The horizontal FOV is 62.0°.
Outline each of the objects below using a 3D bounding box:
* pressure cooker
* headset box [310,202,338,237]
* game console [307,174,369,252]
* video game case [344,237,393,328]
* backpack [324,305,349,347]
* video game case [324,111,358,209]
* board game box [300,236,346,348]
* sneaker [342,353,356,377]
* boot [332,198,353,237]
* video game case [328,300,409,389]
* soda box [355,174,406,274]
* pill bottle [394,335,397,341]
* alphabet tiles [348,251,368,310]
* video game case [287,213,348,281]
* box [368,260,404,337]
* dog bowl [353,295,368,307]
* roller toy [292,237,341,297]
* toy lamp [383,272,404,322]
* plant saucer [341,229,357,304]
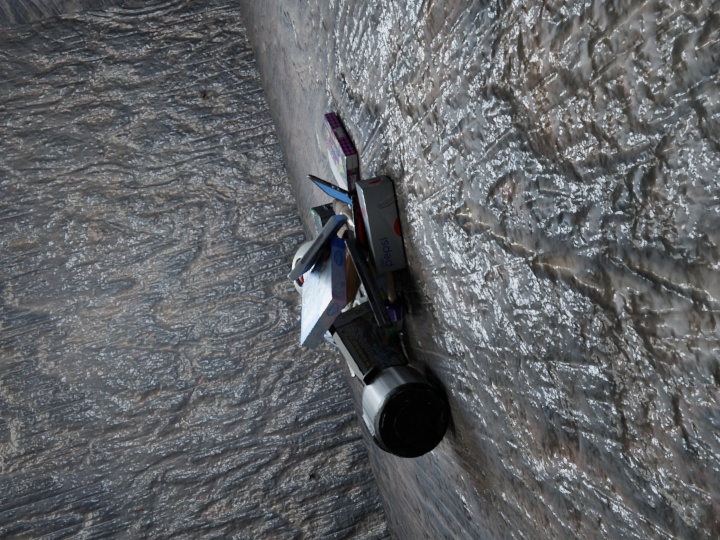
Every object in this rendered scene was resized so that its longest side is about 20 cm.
[{"bbox_3d":[0.095,0.311,1.366,0.200,0.178,0.177,-141,49,-74],"label":"pressure cooker"},{"bbox_3d":[-0.090,-0.124,1.987,0.174,0.092,0.201,-131,27,-69],"label":"headset box"},{"bbox_3d":[-0.039,-0.127,1.401,0.200,0.118,0.173,25,-121,-77],"label":"game console"},{"bbox_3d":[0.021,0.032,1.338,0.143,0.019,0.201,36,-149,-78],"label":"video game case"},{"bbox_3d":[-0.058,0.177,2.045,0.154,0.200,0.190,44,177,-27],"label":"backpack"},{"bbox_3d":[-0.049,-0.296,1.615,0.182,0.036,0.201,84,166,-48],"label":"video game case"},{"bbox_3d":[-0.092,0.054,1.473,0.200,0.043,0.200,-94,28,-42],"label":"board game box"},{"bbox_3d":[-0.008,0.236,1.732,0.201,0.075,0.116,87,162,-54],"label":"sneaker"},{"bbox_3d":[-0.023,-0.113,1.709,0.146,0.070,0.200,51,170,40],"label":"boot"},{"bbox_3d":[0.020,0.185,1.522,0.025,0.180,0.201,-40,79,37],"label":"video game case"},{"bbox_3d":[0.045,-0.097,1.285,0.063,0.068,0.201,-120,17,-64],"label":"soda box"},{"bbox_3d":[0.058,0.250,1.667,0.112,0.112,0.201,-141,36,-74],"label":"pill bottle"},{"bbox_3d":[0.000,0.000,1.586,0.200,0.015,0.197,-70,-8,-66],"label":"alphabet tiles"},{"bbox_3d":[-0.101,-0.062,1.493,0.023,0.183,0.200,37,-171,0],"label":"video game case"},{"bbox_3d":[0.057,0.059,1.555,0.118,0.048,0.201,90,160,-62],"label":"box"},{"bbox_3d":[0.023,0.173,1.821,0.200,0.058,0.201,173,90,-78],"label":"dog bowl"},{"bbox_3d":[-0.088,0.003,1.689,0.139,0.200,0.183,-4,136,47],"label":"roller toy"},{"bbox_3d":[0.067,0.026,1.405,0.058,0.058,0.201,-128,24,-67],"label":"toy lamp"},{"bbox_3d":[-0.034,-0.002,1.506,0.200,0.032,0.202,-174,90,-80],"label":"plant saucer"}]
